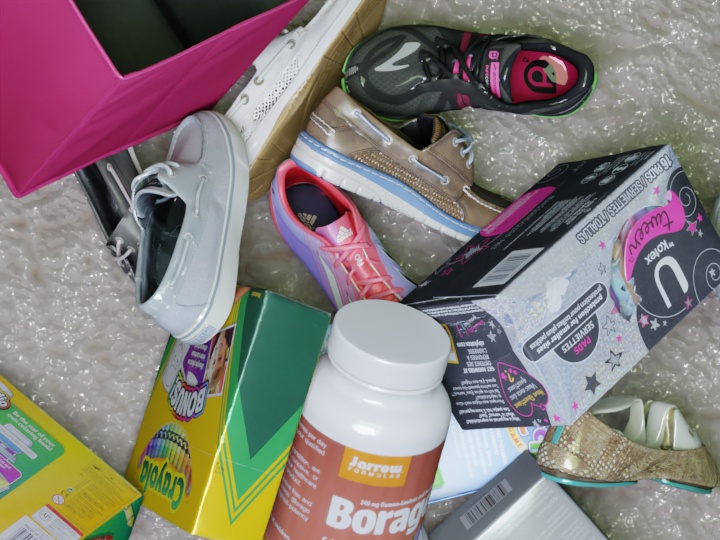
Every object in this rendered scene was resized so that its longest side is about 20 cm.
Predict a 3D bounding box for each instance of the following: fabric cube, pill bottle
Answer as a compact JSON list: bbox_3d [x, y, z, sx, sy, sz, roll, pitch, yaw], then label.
[{"bbox_3d":[-0.181,-0.204,1.631,0.199,0.199,0.197,-29,83,-36],"label":"fabric cube"},{"bbox_3d":[0.001,0.127,1.633,0.111,0.112,0.201,13,118,-1],"label":"pill bottle"}]

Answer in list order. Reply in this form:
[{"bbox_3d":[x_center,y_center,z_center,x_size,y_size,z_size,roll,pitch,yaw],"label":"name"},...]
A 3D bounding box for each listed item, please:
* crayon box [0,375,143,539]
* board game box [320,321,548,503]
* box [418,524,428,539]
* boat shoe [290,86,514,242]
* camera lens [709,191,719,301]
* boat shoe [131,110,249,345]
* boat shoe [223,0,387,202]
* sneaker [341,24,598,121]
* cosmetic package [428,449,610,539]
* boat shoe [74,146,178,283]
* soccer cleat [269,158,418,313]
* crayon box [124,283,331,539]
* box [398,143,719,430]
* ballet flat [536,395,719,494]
[{"bbox_3d":[-0.271,0.147,1.667,0.200,0.119,0.058,37,131,16],"label":"crayon box"},{"bbox_3d":[0.059,0.096,1.747,0.198,0.037,0.153,-13,88,-1],"label":"board game box"},{"bbox_3d":[-0.003,0.279,1.665,0.155,0.041,0.201,-10,45,-12],"label":"box"},{"bbox_3d":[0.049,-0.076,1.704,0.199,0.072,0.073,20,104,-30],"label":"boat shoe"},{"bbox_3d":[0.357,-0.024,1.671,0.159,0.200,0.162,3,80,-21],"label":"camera lens"},{"bbox_3d":[-0.127,-0.044,1.651,0.071,0.070,0.202,30,43,-34],"label":"boat shoe"},{"bbox_3d":[-0.055,-0.151,1.738,0.069,0.071,0.201,33,82,21],"label":"boat shoe"},{"bbox_3d":[0.083,-0.152,1.728,0.198,0.084,0.078,-3,85,-10],"label":"sneaker"},{"bbox_3d":[0.156,0.244,1.705,0.107,0.090,0.200,-40,102,-1],"label":"cosmetic package"},{"bbox_3d":[-0.185,-0.052,1.719,0.057,0.067,0.201,-16,75,-28],"label":"boat shoe"},{"bbox_3d":[0.000,0.000,1.704,0.067,0.077,0.200,-36,70,-11],"label":"soccer cleat"},{"bbox_3d":[-0.101,0.098,1.658,0.058,0.200,0.174,20,86,-19],"label":"crayon box"},{"bbox_3d":[0.150,0.014,1.662,0.200,0.132,0.115,-41,108,-30],"label":"box"},{"bbox_3d":[0.206,0.126,1.687,0.070,0.199,0.066,16,95,40],"label":"ballet flat"}]
